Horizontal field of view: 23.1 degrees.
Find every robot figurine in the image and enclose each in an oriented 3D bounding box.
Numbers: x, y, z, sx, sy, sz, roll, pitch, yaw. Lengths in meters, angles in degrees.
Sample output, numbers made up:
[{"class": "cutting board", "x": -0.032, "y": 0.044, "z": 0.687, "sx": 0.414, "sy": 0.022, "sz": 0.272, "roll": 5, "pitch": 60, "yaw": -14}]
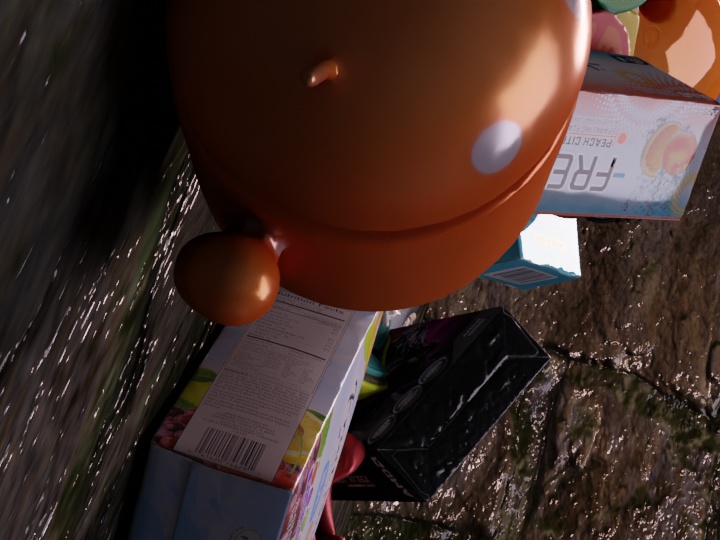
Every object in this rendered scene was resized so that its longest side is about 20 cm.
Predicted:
[{"class": "robot figurine", "x": 0.004, "y": -0.053, "z": 0.504, "sx": 0.200, "sy": 0.144, "sz": 0.117, "roll": 92, "pitch": -22, "yaw": -76}]

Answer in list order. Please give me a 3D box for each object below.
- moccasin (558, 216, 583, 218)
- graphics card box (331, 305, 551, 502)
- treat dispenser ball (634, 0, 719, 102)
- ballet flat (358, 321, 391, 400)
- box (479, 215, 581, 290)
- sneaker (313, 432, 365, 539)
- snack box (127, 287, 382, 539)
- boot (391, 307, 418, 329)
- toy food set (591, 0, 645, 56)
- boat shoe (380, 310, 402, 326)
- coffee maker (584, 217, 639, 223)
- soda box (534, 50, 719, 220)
[{"class": "moccasin", "x": 0.144, "y": -0.134, "z": 1.165, "sx": 0.078, "sy": 0.074, "sz": 0.202, "roll": 49, "pitch": 53, "yaw": -47}, {"class": "graphics card box", "x": 0.026, "y": 0.089, "z": 1.131, "sx": 0.125, "sy": 0.051, "sz": 0.200, "roll": -46, "pitch": -168, "yaw": -20}, {"class": "treat dispenser ball", "x": 0.125, "y": -0.147, "z": 1.026, "sx": 0.201, "sy": 0.200, "sz": 0.201, "roll": 19, "pitch": 90, "yaw": -86}, {"class": "ballet flat", "x": -0.018, "y": 0.059, "z": 1.105, "sx": 0.067, "sy": 0.067, "sz": 0.200, "roll": -49, "pitch": -179, "yaw": 10}, {"class": "box", "x": 0.102, "y": -0.093, "z": 1.193, "sx": 0.082, "sy": 0.049, "sz": 0.200, "roll": 14, "pitch": 68, "yaw": -52}, {"class": "sneaker", "x": -0.050, "y": 0.179, "z": 1.036, "sx": 0.077, "sy": 0.085, "sz": 0.200, "roll": -47, "pitch": 156, "yaw": -75}, {"class": "snack box", "x": -0.054, "y": 0.108, "z": 0.801, "sx": 0.200, "sy": 0.068, "sz": 0.169, "roll": -66, "pitch": 173, "yaw": -63}, {"class": "boot", "x": 0.034, "y": -0.030, "z": 1.277, "sx": 0.204, "sy": 0.073, "sz": 0.154, "roll": 89, "pitch": 24, "yaw": -74}, {"class": "toy food set", "x": 0.065, "y": -0.102, "z": 0.861, "sx": 0.200, "sy": 0.049, "sz": 0.198, "roll": -15, "pitch": 126, "yaw": -31}, {"class": "boat shoe", "x": 0.000, "y": 0.000, "z": 0.979, "sx": 0.200, "sy": 0.069, "sz": 0.071, "roll": -65, "pitch": 175, "yaw": -47}, {"class": "coffee maker", "x": 0.128, "y": -0.092, "z": 1.371, "sx": 0.200, "sy": 0.134, "sz": 0.193, "roll": 113, "pitch": -26, "yaw": -68}, {"class": "soda box", "x": 0.068, "y": -0.066, "z": 0.803, "sx": 0.068, "sy": 0.200, "sz": 0.064, "roll": 40, "pitch": -61, "yaw": 46}]
